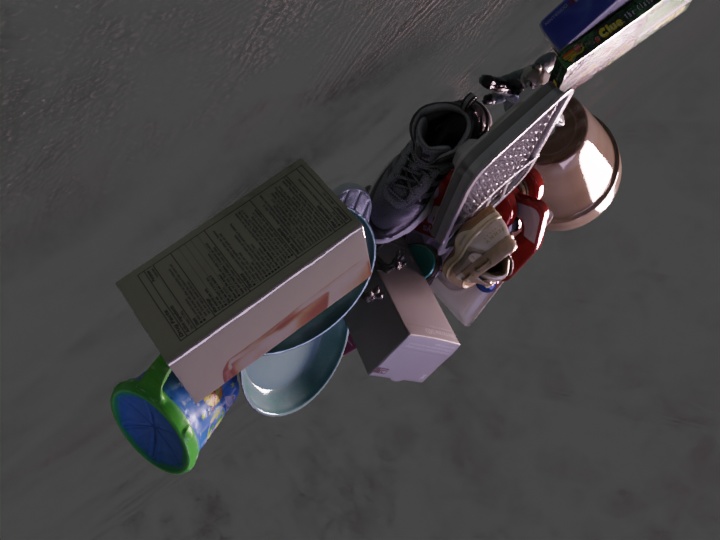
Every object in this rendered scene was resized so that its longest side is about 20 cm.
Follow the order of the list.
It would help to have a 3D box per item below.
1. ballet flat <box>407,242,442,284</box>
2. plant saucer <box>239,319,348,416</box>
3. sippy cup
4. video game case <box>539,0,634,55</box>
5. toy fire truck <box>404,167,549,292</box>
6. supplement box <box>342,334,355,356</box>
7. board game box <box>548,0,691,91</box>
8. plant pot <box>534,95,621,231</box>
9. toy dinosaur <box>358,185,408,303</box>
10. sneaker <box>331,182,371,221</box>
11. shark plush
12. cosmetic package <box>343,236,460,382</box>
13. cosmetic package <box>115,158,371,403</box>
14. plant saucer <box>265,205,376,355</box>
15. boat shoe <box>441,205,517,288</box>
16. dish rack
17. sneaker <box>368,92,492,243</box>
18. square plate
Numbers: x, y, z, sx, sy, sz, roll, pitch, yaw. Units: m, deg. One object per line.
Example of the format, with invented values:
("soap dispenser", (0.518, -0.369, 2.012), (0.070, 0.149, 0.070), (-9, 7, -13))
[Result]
("ballet flat", (0.056, 0.006, 1.140), (0.198, 0.074, 0.073), (-13, -168, 47))
("plant saucer", (-0.094, 0.095, 1.086), (0.198, 0.036, 0.204), (-26, 126, -41))
("sippy cup", (-0.228, 0.166, 1.042), (0.177, 0.140, 0.130), (-32, -171, 48))
("video game case", (0.303, -0.313, 0.917), (0.199, 0.046, 0.181), (-40, 167, 18))
("toy fire truck", (0.151, -0.063, 1.089), (0.112, 0.197, 0.171), (-33, 138, -48))
("supplement box", (0.020, 0.042, 1.352), (0.131, 0.104, 0.199), (-42, -175, -41))
("board game box", (0.297, -0.268, 0.906), (0.198, 0.024, 0.105), (-36, 166, -2))
("plant pot", (0.296, -0.183, 1.244), (0.199, 0.202, 0.173), (-38, 155, 7))
("toy dinosaur", (0.000, 0.000, 0.962), (0.047, 0.087, 0.203), (42, 66, -51))
("sneaker", (-0.059, -0.023, 0.935), (0.072, 0.071, 0.201), (25, 111, -30))
("shark plush", (0.189, -0.207, 0.988), (0.082, 0.093, 0.199), (-6, -166, 29))
("cosmetic package", (0.031, 0.035, 1.029), (0.106, 0.202, 0.090), (13, 128, -45))
("cosmetic package", (-0.097, 0.008, 0.712), (0.198, 0.104, 0.088), (-34, 150, -13))
("plant saucer", (-0.075, 0.003, 0.856), (0.197, 0.036, 0.203), (-23, 139, -21))
("boat shoe", (0.145, -0.010, 0.962), (0.072, 0.065, 0.200), (-37, 166, -11))
("dish rack", (0.143, -0.115, 0.883), (0.171, 0.044, 0.201), (-41, 168, -19))
("sneaker", (0.062, -0.116, 0.889), (0.200, 0.075, 0.114), (-48, 169, 8))
("square plate", (0.153, -0.055, 1.180), (0.028, 0.200, 0.199), (28, 103, -46))
